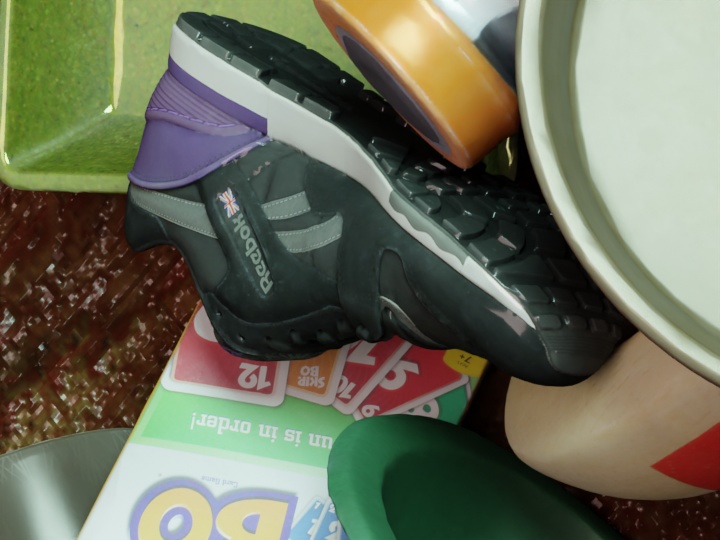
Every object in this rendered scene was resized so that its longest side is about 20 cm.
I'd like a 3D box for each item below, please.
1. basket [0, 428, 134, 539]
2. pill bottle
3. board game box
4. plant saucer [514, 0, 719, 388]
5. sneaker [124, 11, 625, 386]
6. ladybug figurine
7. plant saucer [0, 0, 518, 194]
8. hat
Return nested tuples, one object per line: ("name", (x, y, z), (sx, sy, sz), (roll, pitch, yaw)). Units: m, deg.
("basket", (-0.083, 0.166, 0.980), (0.180, 0.136, 0.200), (-20, 72, -9))
("pill bottle", (0.080, -0.121, 0.885), (0.200, 0.106, 0.106), (-43, 70, -4))
("board game box", (-0.036, 0.085, 0.943), (0.095, 0.030, 0.200), (23, 64, 5))
("plant saucer", (0.140, -0.053, 0.806), (0.199, 0.029, 0.201), (1, 77, -3))
("sneaker", (0.000, 0.000, 0.916), (0.200, 0.076, 0.088), (38, 111, 42))
("ladybug figurine", (0.128, -0.001, 0.891), (0.072, 0.136, 0.200), (39, 117, -16))
("plant saucer", (-0.025, -0.123, 1.005), (0.200, 0.048, 0.200), (3, 90, 27))
("hat", (0.019, 0.174, 0.915), (0.200, 0.166, 0.176), (49, 113, 25))
